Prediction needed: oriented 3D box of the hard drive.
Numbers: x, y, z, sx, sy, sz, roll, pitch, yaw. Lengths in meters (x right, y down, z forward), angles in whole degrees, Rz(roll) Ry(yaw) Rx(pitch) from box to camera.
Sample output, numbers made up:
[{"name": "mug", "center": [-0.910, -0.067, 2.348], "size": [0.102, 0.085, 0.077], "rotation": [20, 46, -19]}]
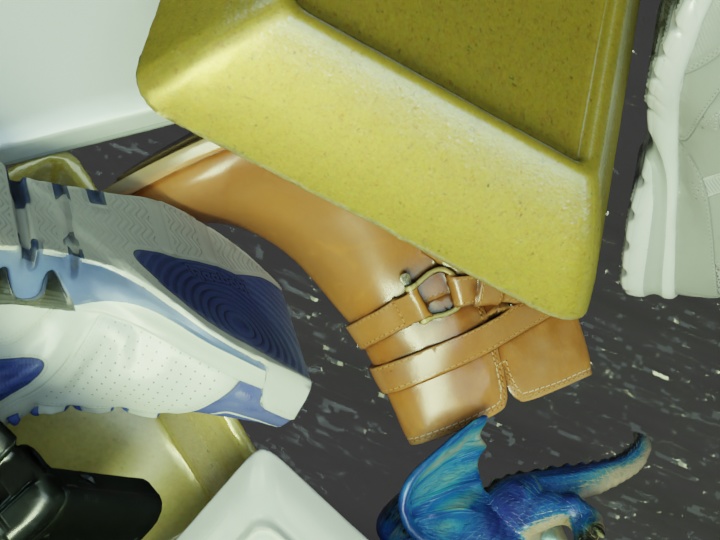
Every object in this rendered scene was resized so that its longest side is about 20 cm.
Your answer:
[{"name": "hard drive", "center": [-0.093, -0.123, 0.789], "size": [0.198, 0.026, 0.133], "rotation": [-15, 72, -8]}]

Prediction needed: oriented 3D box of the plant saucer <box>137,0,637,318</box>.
[{"name": "plant saucer", "center": [0.032, -0.109, 0.747], "size": [0.199, 0.048, 0.201], "rotation": [26, 54, -18]}]

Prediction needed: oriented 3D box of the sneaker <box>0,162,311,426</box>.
[{"name": "sneaker", "center": [-0.128, 0.027, 0.741], "size": [0.198, 0.081, 0.115], "rotation": [21, 120, -26]}]

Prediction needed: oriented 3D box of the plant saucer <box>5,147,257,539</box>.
[{"name": "plant saucer", "center": [-0.156, 0.082, 0.798], "size": [0.199, 0.048, 0.201], "rotation": [-32, 97, -6]}]

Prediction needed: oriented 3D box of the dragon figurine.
[{"name": "dragon figurine", "center": [0.045, 0.103, 0.800], "size": [0.099, 0.059, 0.200], "rotation": [40, 62, 9]}]

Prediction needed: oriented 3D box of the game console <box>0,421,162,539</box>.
[{"name": "game console", "center": [-0.199, 0.106, 0.694], "size": [0.200, 0.176, 0.117], "rotation": [-42, 74, 6]}]

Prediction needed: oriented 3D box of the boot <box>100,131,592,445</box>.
[{"name": "boot", "center": [0.000, 0.000, 0.809], "size": [0.198, 0.074, 0.156], "rotation": [-15, 98, -6]}]

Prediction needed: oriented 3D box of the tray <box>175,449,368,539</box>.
[{"name": "tray", "center": [-0.065, 0.178, 0.735], "size": [0.107, 0.022, 0.200], "rotation": [41, 91, -3]}]

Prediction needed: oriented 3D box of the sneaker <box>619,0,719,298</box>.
[{"name": "sneaker", "center": [0.158, -0.071, 0.787], "size": [0.081, 0.075, 0.201], "rotation": [9, 135, 8]}]
